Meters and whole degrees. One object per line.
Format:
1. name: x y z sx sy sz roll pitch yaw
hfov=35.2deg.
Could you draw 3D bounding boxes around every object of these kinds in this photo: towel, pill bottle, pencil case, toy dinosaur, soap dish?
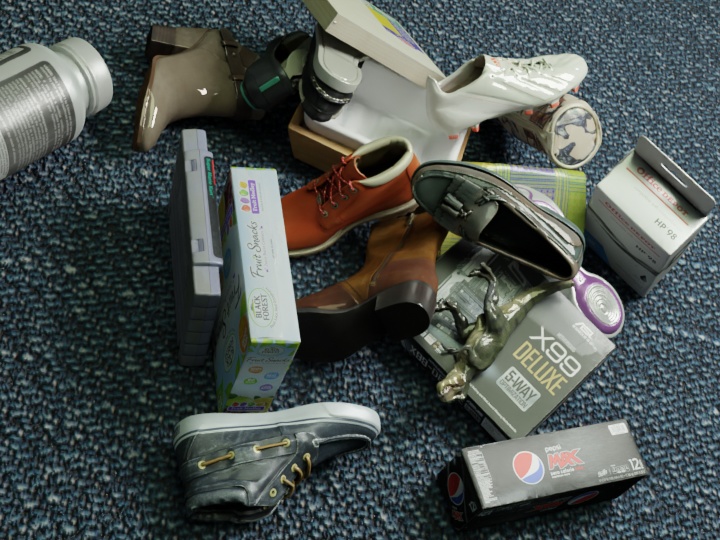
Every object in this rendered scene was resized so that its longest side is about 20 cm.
1. towel: 0.166 -0.050 1.292 0.197 0.023 0.146 0 99 -21
2. pill bottle: -0.353 -0.164 1.160 0.111 0.111 0.200 41 50 12
3. pencil case: 0.211 -0.188 1.376 0.088 0.079 0.200 -14 28 -18
4. toy dinosaur: 0.126 0.048 1.155 0.200 0.047 0.088 -43 90 -20
5. soap dish: 0.024 -0.163 1.335 0.198 0.082 0.158 24 49 -3

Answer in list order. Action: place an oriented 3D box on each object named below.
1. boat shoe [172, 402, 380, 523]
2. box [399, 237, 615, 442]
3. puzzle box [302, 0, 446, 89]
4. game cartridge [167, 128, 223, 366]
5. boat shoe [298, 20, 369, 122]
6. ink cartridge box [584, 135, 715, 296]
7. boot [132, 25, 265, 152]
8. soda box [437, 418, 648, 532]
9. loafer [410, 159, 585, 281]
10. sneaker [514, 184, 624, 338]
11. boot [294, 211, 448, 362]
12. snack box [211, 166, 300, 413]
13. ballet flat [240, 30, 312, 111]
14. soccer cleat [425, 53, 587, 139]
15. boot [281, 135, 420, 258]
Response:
1. boat shoe: -0.071 0.181 1.047 0.197 0.071 0.092 -3 57 -16
2. box: 0.144 0.068 1.199 0.157 0.050 0.200 -39 74 -18
3. puzzle box: 0.005 -0.280 1.299 0.199 0.025 0.134 21 27 -46
4. game cartridge: -0.164 -0.025 1.120 0.038 0.130 0.202 4 54 -20
5. boat shoe: -0.030 -0.225 1.261 0.073 0.061 0.201 27 28 -15
6. ink cartridge box: 0.321 -0.058 1.297 0.067 0.200 0.116 -42 75 -10
7. boot: -0.178 -0.201 1.294 0.145 0.070 0.202 16 57 -21
8. soda box: 0.181 0.203 1.127 0.198 0.071 0.064 -5 61 -25
9. loafer: 0.142 -0.051 1.166 0.198 0.072 0.063 24 31 -4
10. sneaker: 0.205 0.000 1.264 0.074 0.100 0.201 -31 86 -27
11. boot: 0.000 0.000 1.189 0.069 0.186 0.201 59 25 -27
12. snack box: -0.109 0.021 1.098 0.052 0.143 0.202 2 54 -18
13. ballet flat: -0.080 -0.239 1.319 0.072 0.074 0.200 27 27 -1
14. soccer cleat: 0.167 -0.215 1.287 0.198 0.078 0.069 -21 31 -8
15. boot: -0.027 -0.083 1.206 0.198 0.107 0.076 -24 70 -2
